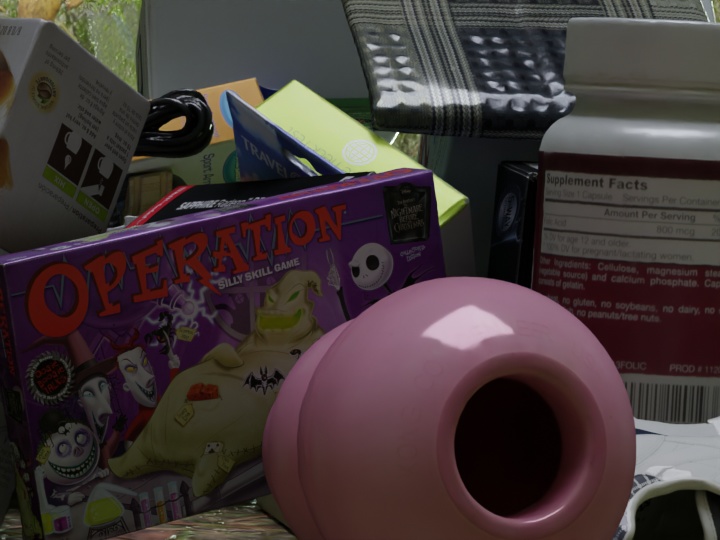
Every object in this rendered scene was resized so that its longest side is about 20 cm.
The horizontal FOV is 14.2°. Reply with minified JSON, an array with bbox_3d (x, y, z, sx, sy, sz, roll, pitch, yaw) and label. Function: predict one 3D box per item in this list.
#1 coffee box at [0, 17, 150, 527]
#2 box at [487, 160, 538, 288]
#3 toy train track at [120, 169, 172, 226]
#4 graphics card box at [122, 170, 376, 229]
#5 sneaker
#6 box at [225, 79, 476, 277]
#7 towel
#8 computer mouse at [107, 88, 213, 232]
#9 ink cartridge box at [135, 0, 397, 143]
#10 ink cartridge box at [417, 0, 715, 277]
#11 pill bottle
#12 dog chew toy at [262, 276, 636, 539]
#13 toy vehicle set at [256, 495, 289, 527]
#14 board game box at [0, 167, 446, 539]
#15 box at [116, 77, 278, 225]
[{"bbox_3d":[-0.180,0.001,1.184,0.114,0.200,0.080,4,-22,35],"label":"coffee box"},{"bbox_3d":[0.157,0.033,1.378,0.200,0.161,0.044,3,9,-17],"label":"box"},{"bbox_3d":[-0.070,-0.013,1.507,0.200,0.033,0.115,-12,-30,-17],"label":"toy train track"},{"bbox_3d":[-0.027,0.019,1.337,0.051,0.126,0.200,-39,17,-23],"label":"graphics card box"},{"bbox_3d":[0.161,0.099,1.165,0.200,0.077,0.080,-4,17,-27],"label":"sneaker"},{"bbox_3d":[0.000,0.000,1.381,0.048,0.200,0.122,-39,56,-25],"label":"box"},{"bbox_3d":[0.084,-0.118,1.428,0.192,0.035,0.200,0,35,-9],"label":"towel"},{"bbox_3d":[-0.115,0.010,1.452,0.109,0.200,0.044,-13,30,-8],"label":"computer mouse"},{"bbox_3d":[-0.051,-0.110,1.615,0.145,0.088,0.200,-2,-6,-6],"label":"ink cartridge box"},{"bbox_3d":[0.106,-0.060,1.502,0.144,0.146,0.200,9,31,-2],"label":"ink cartridge box"},{"bbox_3d":[0.132,-0.009,1.274,0.114,0.201,0.114,4,3,0],"label":"pill bottle"},{"bbox_3d":[0.022,0.068,1.091,0.124,0.125,0.200,2,-5,-20],"label":"dog chew toy"},{"bbox_3d":[0.063,0.101,1.273,0.200,0.027,0.124,2,3,-15],"label":"toy vehicle set"},{"bbox_3d":[-0.052,0.034,1.177,0.200,0.120,0.032,-14,8,-29],"label":"board game box"},{"bbox_3d":[-0.124,-0.038,1.505,0.200,0.042,0.119,-11,-30,-10],"label":"box"}]
